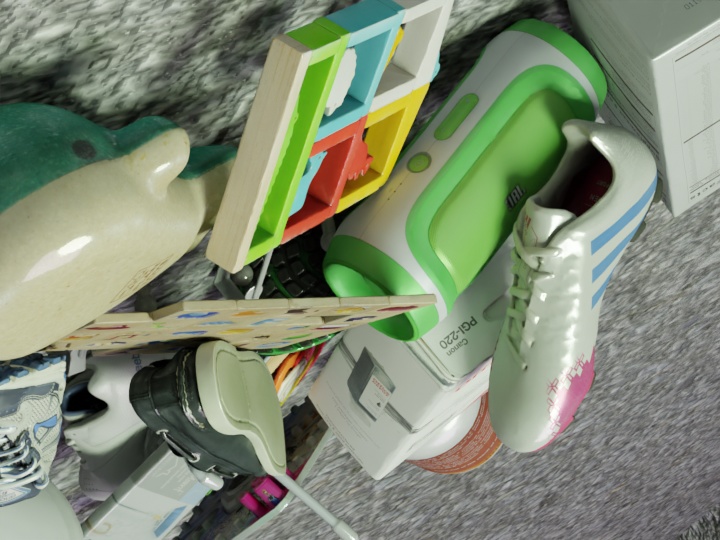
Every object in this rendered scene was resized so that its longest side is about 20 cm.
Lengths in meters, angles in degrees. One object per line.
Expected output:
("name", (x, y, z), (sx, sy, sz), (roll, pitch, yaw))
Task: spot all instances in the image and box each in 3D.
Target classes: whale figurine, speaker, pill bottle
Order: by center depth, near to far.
("whale figurine", (-0.143, -0.034, 0.988), (0.159, 0.104, 0.199), (-45, 167, 35))
("speaker", (0.064, -0.055, 1.194), (0.200, 0.088, 0.089), (-51, 168, -19))
("pill bottle", (0.055, 0.104, 1.644), (0.112, 0.113, 0.200), (-34, 162, 7))

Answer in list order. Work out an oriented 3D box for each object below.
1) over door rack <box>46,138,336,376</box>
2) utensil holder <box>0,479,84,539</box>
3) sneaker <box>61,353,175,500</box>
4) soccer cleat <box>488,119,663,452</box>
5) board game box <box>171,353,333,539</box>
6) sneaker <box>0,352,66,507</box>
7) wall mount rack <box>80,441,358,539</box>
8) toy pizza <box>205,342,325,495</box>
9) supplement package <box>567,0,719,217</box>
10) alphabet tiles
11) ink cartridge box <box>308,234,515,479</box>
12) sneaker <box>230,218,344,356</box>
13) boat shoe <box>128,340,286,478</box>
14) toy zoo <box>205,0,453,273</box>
("over door rack", (-0.092, -0.005, 1.190), (0.147, 0.067, 0.200), (-19, 158, -34))
("utensil holder", (-0.277, 0.175, 1.196), (0.169, 0.171, 0.200), (-33, 159, 2))
("sneaker", (-0.170, 0.098, 1.355), (0.086, 0.075, 0.200), (-3, 148, -24))
("soccer cleat", (0.110, 0.005, 1.172), (0.086, 0.070, 0.202), (25, 85, -47))
("board game box", (-0.086, 0.153, 1.504), (0.200, 0.026, 0.200), (-38, -169, 37))
("sneaker", (-0.194, 0.089, 1.090), (0.076, 0.086, 0.200), (0, 175, 1))
("wall mount rack", (-0.105, 0.178, 1.339), (0.200, 0.075, 0.173), (-45, 143, 13))
("toy pizza", (-0.079, 0.102, 1.428), (0.201, 0.032, 0.200), (-51, 176, -5))
("supplement package", (0.200, -0.142, 1.205), (0.113, 0.110, 0.200), (-31, 153, -3))
("alphabet tiles", (-0.084, 0.032, 1.110), (0.198, 0.008, 0.167), (-1, 170, -36))
("ink cartridge box", (0.058, 0.041, 1.318), (0.145, 0.085, 0.200), (-37, 172, -24))
("sneaker", (0.000, 0.000, 1.339), (0.199, 0.078, 0.085), (-30, 163, -9))
("boat shoe", (-0.091, 0.089, 1.204), (0.065, 0.075, 0.199), (-12, 169, 8))
("toy zoo", (-0.006, -0.087, 1.073), (0.200, 0.020, 0.132), (-32, 148, -55))
